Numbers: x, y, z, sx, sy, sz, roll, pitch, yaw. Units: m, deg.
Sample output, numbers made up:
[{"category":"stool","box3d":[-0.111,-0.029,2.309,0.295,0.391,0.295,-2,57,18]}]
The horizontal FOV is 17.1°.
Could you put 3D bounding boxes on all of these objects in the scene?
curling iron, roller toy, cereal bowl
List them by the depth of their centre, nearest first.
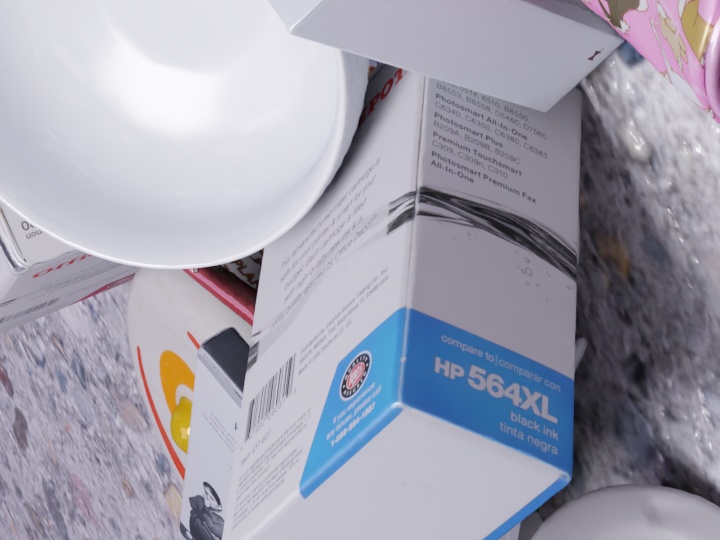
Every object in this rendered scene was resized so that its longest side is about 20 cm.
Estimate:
[{"category":"cereal bowl","box3d":[-0.086,-0.105,1.000,0.200,0.083,0.200,9,122,15]},{"category":"curling iron","box3d":[-0.025,0.030,1.131,0.200,0.026,0.050,44,138,12]},{"category":"roller toy","box3d":[-0.036,0.057,1.243,0.200,0.140,0.182,68,157,-2]}]

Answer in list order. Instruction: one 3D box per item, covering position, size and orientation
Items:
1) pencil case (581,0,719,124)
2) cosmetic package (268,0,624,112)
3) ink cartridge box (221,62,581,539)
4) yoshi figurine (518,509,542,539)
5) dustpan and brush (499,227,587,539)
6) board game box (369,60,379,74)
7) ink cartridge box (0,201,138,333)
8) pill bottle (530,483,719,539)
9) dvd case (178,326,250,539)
[{"category":"pencil case","box3d":[0.093,-0.133,0.840,0.200,0.083,0.087,48,127,39]},{"category":"cosmetic package","box3d":[0.004,-0.143,0.909,0.052,0.200,0.151,-44,65,20]},{"category":"ink cartridge box","box3d":[0.019,0.020,0.982,0.146,0.084,0.200,-46,28,46]},{"category":"yoshi figurine","box3d":[0.036,0.166,1.168,0.112,0.112,0.200,-72,-13,-68]},{"category":"dustpan and brush","box3d":[0.063,0.080,1.043,0.057,0.200,0.140,25,147,7]},{"category":"board game box","box3d":[-0.009,-0.106,1.176,0.200,0.023,0.105,-5,109,66]},{"category":"ink cartridge box","box3d":[-0.180,-0.035,1.471,0.085,0.145,0.200,65,158,4]},{"category":"pill bottle","box3d":[0.115,0.195,1.072,0.114,0.114,0.200,53,155,30]},{"category":"dvd case","box3d":[-0.028,0.130,1.115,0.150,0.025,0.200,48,155,19]}]
